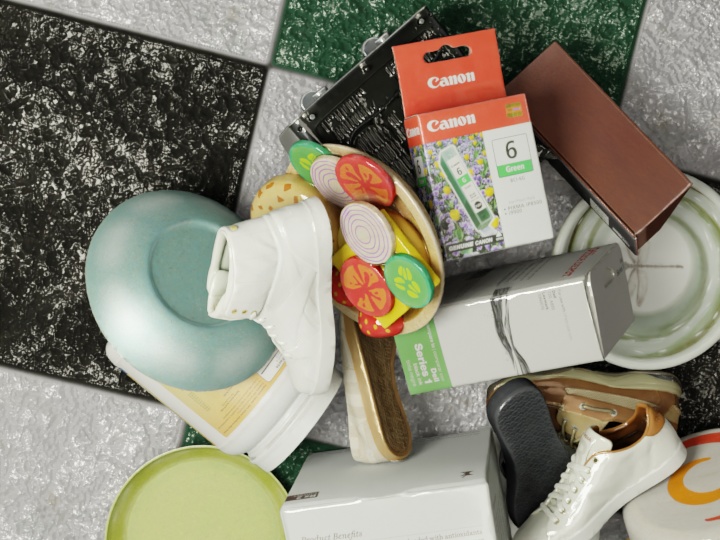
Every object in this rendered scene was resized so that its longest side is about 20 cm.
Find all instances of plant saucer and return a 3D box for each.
[{"bbox_3d":[-0.160,0.273,1.763,0.198,0.031,0.202,0,97,-3],"label":"plant saucer"},{"bbox_3d":[0.286,-0.004,1.736,0.198,0.050,0.202,0,98,-2],"label":"plant saucer"},{"bbox_3d":[-0.152,0.010,1.590,0.199,0.039,0.203,13,60,-24],"label":"plant saucer"}]

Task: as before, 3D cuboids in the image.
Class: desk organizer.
[{"bbox_3d":[0.226,-0.119,1.671,0.077,0.072,0.200,-41,74,0],"label":"desk organizer"}]

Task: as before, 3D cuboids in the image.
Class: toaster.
[{"bbox_3d":[0.047,-0.122,1.656,0.181,0.119,0.200,-42,98,-10],"label":"toaster"}]

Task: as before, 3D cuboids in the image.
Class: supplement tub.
[{"bbox_3d":[-0.130,0.085,1.680,0.200,0.145,0.145,40,94,-8],"label":"supplement tub"}]

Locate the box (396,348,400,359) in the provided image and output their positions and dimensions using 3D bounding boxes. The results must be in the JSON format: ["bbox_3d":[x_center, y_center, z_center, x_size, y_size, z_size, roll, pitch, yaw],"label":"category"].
[{"bbox_3d":[0.000,0.000,1.728,0.039,0.041,0.201,-35,97,2],"label":"box"}]

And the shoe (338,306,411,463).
[{"bbox_3d":[0.002,0.088,1.678,0.053,0.070,0.202,-18,76,41],"label":"shoe"}]

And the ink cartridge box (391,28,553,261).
[{"bbox_3d":[0.101,-0.116,1.582,0.108,0.050,0.202,-12,93,-14],"label":"ink cartridge box"}]

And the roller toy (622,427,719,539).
[{"bbox_3d":[0.356,0.259,1.701,0.199,0.182,0.141,-33,118,-21],"label":"roller toy"}]

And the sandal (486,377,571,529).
[{"bbox_3d":[0.165,0.178,1.704,0.076,0.043,0.201,-27,129,-16],"label":"sandal"}]

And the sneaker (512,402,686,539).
[{"bbox_3d":[0.216,0.201,1.684,0.199,0.073,0.085,-38,113,-5],"label":"sneaker"}]

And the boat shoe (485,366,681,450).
[{"bbox_3d":[0.225,0.140,1.729,0.198,0.076,0.075,0,71,-2],"label":"boat shoe"}]

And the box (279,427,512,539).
[{"bbox_3d":[0.041,0.249,1.672,0.197,0.200,0.132,-8,98,8],"label":"box"}]

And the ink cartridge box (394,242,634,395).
[{"bbox_3d":[0.148,0.045,1.654,0.198,0.146,0.085,-11,100,24],"label":"ink cartridge box"}]

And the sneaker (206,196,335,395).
[{"bbox_3d":[-0.085,0.035,1.556,0.115,0.074,0.202,-15,123,-21],"label":"sneaker"}]

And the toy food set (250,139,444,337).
[{"bbox_3d":[-0.006,-0.028,1.571,0.049,0.198,0.201,-36,85,-37],"label":"toy food set"}]

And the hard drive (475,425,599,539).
[{"bbox_3d":[0.180,0.261,1.780,0.130,0.026,0.202,1,97,-3],"label":"hard drive"}]
